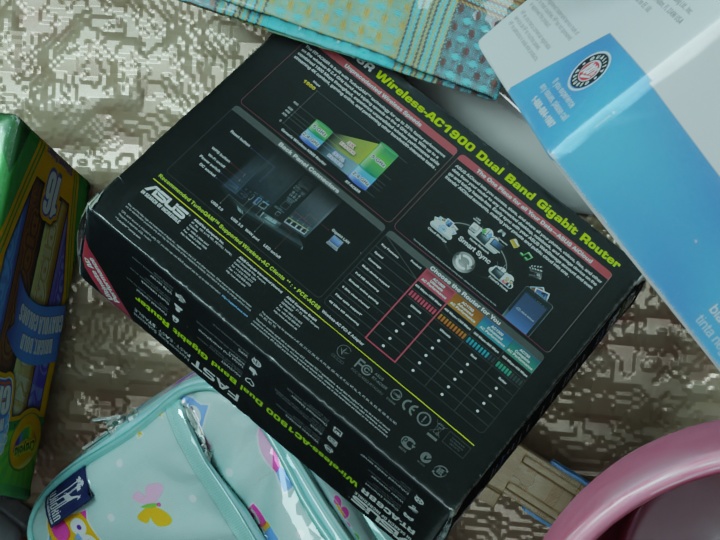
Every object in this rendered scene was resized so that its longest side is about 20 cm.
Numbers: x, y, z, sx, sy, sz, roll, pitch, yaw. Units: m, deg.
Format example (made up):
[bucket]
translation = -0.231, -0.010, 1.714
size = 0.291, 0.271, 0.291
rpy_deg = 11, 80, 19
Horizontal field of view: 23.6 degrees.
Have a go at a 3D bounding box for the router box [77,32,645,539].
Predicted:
[router box]
translation = 0.000, 0.000, 0.739
size = 0.200, 0.062, 0.150
rpy_deg = 39, 61, 9

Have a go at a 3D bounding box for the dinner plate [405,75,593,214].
[dinner plate]
translation = 0.110, -0.125, 0.775
size = 0.198, 0.024, 0.203
rpy_deg = 1, 97, 8

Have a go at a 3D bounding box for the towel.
[towel]
translation = -0.010, -0.169, 0.724
size = 0.198, 0.022, 0.148
rpy_deg = 17, 96, -13

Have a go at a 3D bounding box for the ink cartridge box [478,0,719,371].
[ink cartridge box]
translation = 0.177, -0.081, 0.683
size = 0.199, 0.147, 0.146
rpy_deg = -38, 113, 10

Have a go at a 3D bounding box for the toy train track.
[toy train track]
translation = 0.084, 0.098, 0.802
size = 0.199, 0.033, 0.115
rpy_deg = 32, 98, 2

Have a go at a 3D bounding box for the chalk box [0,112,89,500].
[chalk box]
translation = -0.209, 0.034, 0.767
size = 0.123, 0.124, 0.202
rpy_deg = 8, 79, 8

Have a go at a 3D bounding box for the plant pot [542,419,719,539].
[plant pot]
translation = 0.160, 0.145, 0.688
size = 0.197, 0.179, 0.203
rpy_deg = 1, 98, 9

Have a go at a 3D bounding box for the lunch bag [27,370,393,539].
[lunch bag]
translation = -0.050, 0.139, 0.786
size = 0.160, 0.077, 0.201
rpy_deg = -35, 90, 30

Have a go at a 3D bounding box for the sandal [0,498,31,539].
[sandal]
translation = -0.143, 0.197, 0.826
size = 0.059, 0.079, 0.207
rpy_deg = -37, 92, 9
